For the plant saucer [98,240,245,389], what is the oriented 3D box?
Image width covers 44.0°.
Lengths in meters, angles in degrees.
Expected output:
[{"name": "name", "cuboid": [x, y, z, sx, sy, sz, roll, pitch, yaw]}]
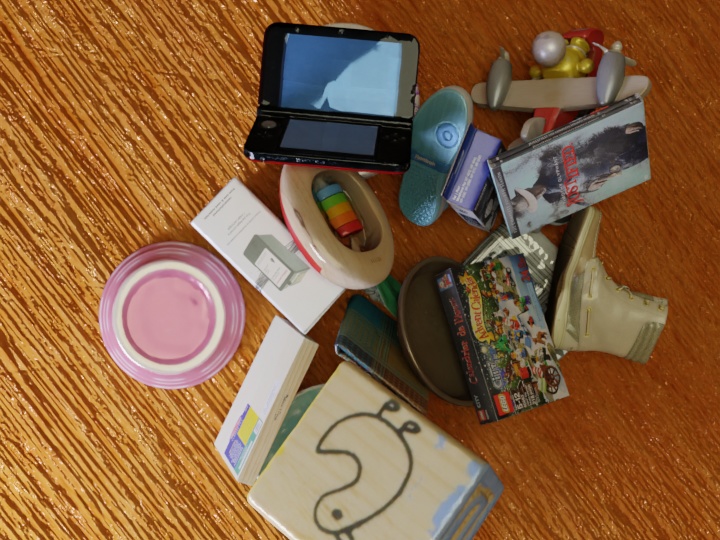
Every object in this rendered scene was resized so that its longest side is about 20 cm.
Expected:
[{"name": "plant saucer", "cuboid": [-0.256, 0.062, 1.205, 0.198, 0.051, 0.203, 0, 91, -4]}]

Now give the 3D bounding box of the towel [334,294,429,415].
[{"name": "towel", "cuboid": [0.033, 0.107, 1.160, 0.146, 0.200, 0.022, 38, 107, -5]}]

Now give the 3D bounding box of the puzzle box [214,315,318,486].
[{"name": "puzzle box", "cuboid": [-0.127, 0.167, 1.179, 0.025, 0.133, 0.202, 25, 90, -25]}]

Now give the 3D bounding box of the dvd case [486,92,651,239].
[{"name": "dvd case", "cuboid": [0.267, -0.127, 1.125, 0.198, 0.146, 0.022, -22, 49, 5]}]

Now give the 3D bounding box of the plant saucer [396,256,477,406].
[{"name": "plant saucer", "cuboid": [0.116, 0.081, 1.169, 0.199, 0.029, 0.202, 19, 61, -38]}]

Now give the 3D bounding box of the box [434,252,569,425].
[{"name": "box", "cuboid": [0.187, 0.086, 1.170, 0.135, 0.038, 0.202, -11, 80, -35]}]

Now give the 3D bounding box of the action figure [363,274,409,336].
[{"name": "action figure", "cuboid": [0.000, 0.000, 1.209, 0.055, 0.118, 0.200, -43, 86, 10]}]

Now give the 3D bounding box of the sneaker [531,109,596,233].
[{"name": "sneaker", "cuboid": [0.276, -0.133, 1.242, 0.200, 0.075, 0.116, -49, 127, -20]}]

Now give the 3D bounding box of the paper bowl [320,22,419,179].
[{"name": "paper bowl", "cuboid": [-0.025, -0.218, 1.188, 0.198, 0.104, 0.203, 0, 91, -4]}]

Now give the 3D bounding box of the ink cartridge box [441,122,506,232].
[{"name": "ink cartridge box", "cuboid": [0.157, -0.116, 1.161, 0.039, 0.200, 0.100, 22, 91, 19]}]

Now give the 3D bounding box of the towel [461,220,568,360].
[{"name": "towel", "cuboid": [0.222, 0.049, 1.251, 0.192, 0.035, 0.200, -44, 95, -2]}]

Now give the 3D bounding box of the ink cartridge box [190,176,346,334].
[{"name": "ink cartridge box", "cuboid": [-0.118, -0.019, 1.167, 0.200, 0.146, 0.084, 45, 87, -5]}]

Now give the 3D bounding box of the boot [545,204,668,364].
[{"name": "boot", "cuboid": [0.341, 0.020, 1.206, 0.153, 0.072, 0.203, 10, 99, -1]}]

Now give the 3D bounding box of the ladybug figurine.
[{"name": "ladybug figurine", "cuboid": [-0.037, -0.062, 1.094, 0.135, 0.072, 0.202, -15, 73, -41]}]

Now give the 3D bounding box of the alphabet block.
[{"name": "alphabet block", "cuboid": [0.024, 0.252, 1.009, 0.199, 0.197, 0.196, 32, 78, 23]}]

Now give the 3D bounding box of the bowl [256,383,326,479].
[{"name": "bowl", "cuboid": [-0.030, 0.261, 1.182, 0.198, 0.105, 0.203, -4, 69, 11]}]

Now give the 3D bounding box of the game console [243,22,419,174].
[{"name": "game console", "cuboid": [-0.032, -0.209, 1.072, 0.197, 0.173, 0.120, 5, 122, 2]}]

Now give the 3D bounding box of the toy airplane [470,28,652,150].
[{"name": "toy airplane", "cuboid": [0.252, -0.241, 1.162, 0.198, 0.200, 0.142, -26, 127, 8]}]

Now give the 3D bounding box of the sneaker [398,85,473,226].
[{"name": "sneaker", "cuboid": [0.120, -0.167, 1.178, 0.079, 0.130, 0.201, 34, 132, 18]}]
